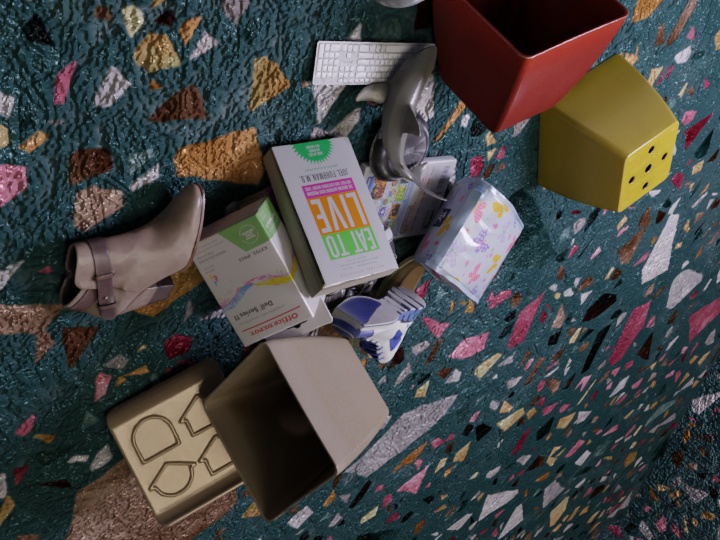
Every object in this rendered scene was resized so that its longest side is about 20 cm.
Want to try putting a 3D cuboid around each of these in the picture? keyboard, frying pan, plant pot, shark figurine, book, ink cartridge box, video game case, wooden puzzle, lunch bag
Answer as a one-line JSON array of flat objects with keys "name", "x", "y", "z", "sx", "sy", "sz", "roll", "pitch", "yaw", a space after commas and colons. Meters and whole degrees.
[{"name": "keyboard", "x": 0.021, "y": -0.282, "z": 1.112, "sx": 0.197, "sy": 0.011, "sz": 0.057, "roll": -10, "pitch": 127, "yaw": -34}, {"name": "frying pan", "x": 0.075, "y": -0.217, "z": 1.216, "sx": 0.113, "sy": 0.031, "sz": 0.193, "roll": -2, "pitch": 122, "yaw": -43}, {"name": "plant pot", "x": -0.079, "y": 0.208, "z": 1.197, "sx": 0.176, "sy": 0.202, "sz": 0.200, "roll": -20, "pitch": 163, "yaw": -48}, {"name": "shark figurine", "x": 0.067, "y": -0.189, "z": 1.144, "sx": 0.126, "sy": 0.089, "sz": 0.218, "roll": -20, "pitch": 126, "yaw": -25}, {"name": "plant pot", "x": 0.214, "y": -0.320, "z": 1.150, "sx": 0.197, "sy": 0.201, "sz": 0.178, "roll": -26, "pitch": 153, "yaw": -24}, {"name": "book", "x": -0.040, "y": -0.078, "z": 1.112, "sx": 0.132, "sy": 0.204, "sz": 0.048, "roll": -15, "pitch": 167, "yaw": -35}, {"name": "ink cartridge box", "x": -0.131, "y": 0.020, "z": 1.100, "sx": 0.115, "sy": 0.068, "sz": 0.202, "roll": -23, "pitch": 110, "yaw": 17}, {"name": "video game case", "x": 0.061, "y": -0.114, "z": 1.321, "sx": 0.197, "sy": 0.018, "sz": 0.145, "roll": -11, "pitch": 132, "yaw": -39}, {"name": "plant pot", "x": 0.453, "y": -0.228, "z": 1.474, "sx": 0.198, "sy": 0.176, "sz": 0.202, "roll": -32, "pitch": 143, "yaw": -17}, {"name": "wooden puzzle", "x": -0.266, "y": 0.260, "z": 1.253, "sx": 0.183, "sy": 0.046, "sz": 0.203, "roll": -27, "pitch": 105, "yaw": -16}, {"name": "lunch bag", "x": 0.178, "y": -0.057, "z": 1.376, "sx": 0.172, "sy": 0.126, "sz": 0.200, "roll": -59, "pitch": 159, "yaw": 1}]

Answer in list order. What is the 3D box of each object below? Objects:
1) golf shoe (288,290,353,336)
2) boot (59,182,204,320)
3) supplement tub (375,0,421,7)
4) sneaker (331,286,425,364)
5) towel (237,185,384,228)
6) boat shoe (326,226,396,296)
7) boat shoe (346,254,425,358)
[{"name": "golf shoe", "x": -0.100, "y": 0.083, "z": 1.309, "sx": 0.202, "sy": 0.077, "sz": 0.094, "roll": -55, "pitch": 135, "yaw": -2}, {"name": "boot", "x": -0.287, "y": -0.023, "z": 1.015, "sx": 0.144, "sy": 0.070, "sz": 0.203, "roll": 1, "pitch": 123, "yaw": -43}, {"name": "supplement tub", "x": 0.023, "y": -0.406, "z": 0.916, "sx": 0.123, "sy": 0.123, "sz": 0.200, "roll": -46, "pitch": 145, "yaw": 1}, {"name": "sneaker", "x": 0.027, "y": 0.103, "z": 1.339, "sx": 0.198, "sy": 0.080, "sz": 0.117, "roll": -11, "pitch": 128, "yaw": -53}, {"name": "towel", "x": -0.065, "y": -0.075, "z": 1.167, "sx": 0.198, "sy": 0.023, "sz": 0.146, "roll": -31, "pitch": 104, "yaw": -23}, {"name": "boat shoe", "x": 0.000, "y": 0.000, "z": 1.226, "sx": 0.200, "sy": 0.069, "sz": 0.067, "roll": -44, "pitch": 114, "yaw": -55}, {"name": "boat shoe", "x": 0.058, "y": 0.067, "z": 1.449, "sx": 0.073, "sy": 0.066, "sz": 0.202, "roll": 20, "pitch": 108, "yaw": -52}]
